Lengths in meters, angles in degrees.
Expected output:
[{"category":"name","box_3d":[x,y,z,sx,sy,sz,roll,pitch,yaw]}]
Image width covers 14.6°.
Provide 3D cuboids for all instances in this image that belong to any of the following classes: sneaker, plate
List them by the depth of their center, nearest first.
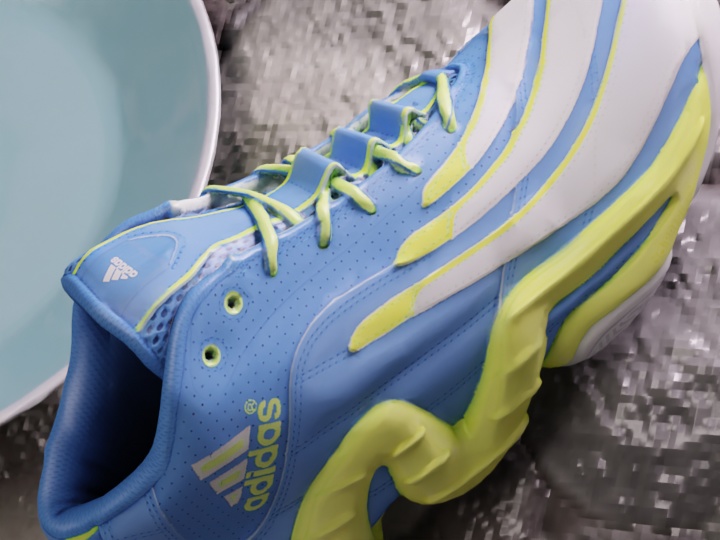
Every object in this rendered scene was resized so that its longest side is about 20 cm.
[{"category":"sneaker","box_3d":[0.000,0.000,0.629,0.076,0.105,0.200,37,97,43]},{"category":"plate","box_3d":[-0.129,-0.024,0.771,0.200,0.026,0.201,-9,57,14]}]
